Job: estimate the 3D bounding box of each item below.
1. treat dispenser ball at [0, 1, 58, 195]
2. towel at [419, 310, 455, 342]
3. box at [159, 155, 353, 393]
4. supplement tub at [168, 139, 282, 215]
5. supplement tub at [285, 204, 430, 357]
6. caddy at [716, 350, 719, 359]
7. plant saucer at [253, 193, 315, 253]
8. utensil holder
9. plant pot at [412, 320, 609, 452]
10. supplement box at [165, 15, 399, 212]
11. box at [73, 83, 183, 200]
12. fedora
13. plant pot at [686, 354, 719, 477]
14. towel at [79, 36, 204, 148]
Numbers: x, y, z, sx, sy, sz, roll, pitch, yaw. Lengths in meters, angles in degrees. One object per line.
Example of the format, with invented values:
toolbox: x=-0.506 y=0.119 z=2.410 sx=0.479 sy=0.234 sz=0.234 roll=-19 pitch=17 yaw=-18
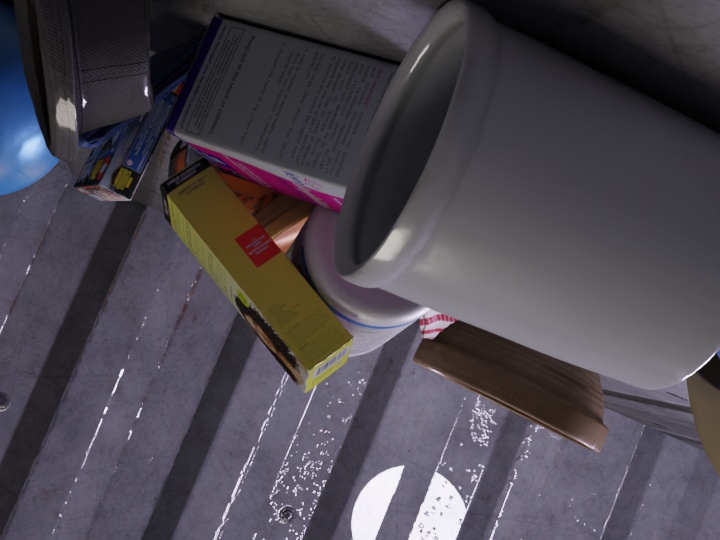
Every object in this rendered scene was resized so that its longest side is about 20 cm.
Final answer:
treat dispenser ball: x=-0.389 y=-0.175 z=1.141 sx=0.200 sy=0.201 sz=0.201 roll=23 pitch=174 yaw=2
towel: x=0.135 y=0.055 z=1.264 sx=0.144 sy=0.023 sz=0.200 roll=6 pitch=153 yaw=10
box: x=-0.088 y=0.004 z=0.927 sx=0.200 sy=0.050 sz=0.075 roll=50 pitch=162 yaw=14
supplement tub: x=-0.129 y=-0.106 z=1.163 sx=0.122 sy=0.123 sz=0.200 roll=24 pitch=174 yaw=-16
supplement tub: x=0.000 y=0.000 z=0.991 sx=0.132 sy=0.132 sz=0.200 roll=23 pitch=164 yaw=-6
caddy: x=0.295 y=0.030 z=0.827 sx=0.141 sy=0.105 sz=0.200 roll=16 pitch=171 yaw=45
plant saucer: x=-0.039 y=-0.058 z=1.110 sx=0.038 sy=0.200 sz=0.200 roll=61 pitch=178 yaw=7
utensil holder: x=0.109 y=-0.039 z=0.648 sx=0.199 sy=0.170 sz=0.170 roll=21 pitch=175 yaw=-13
plant pot: x=0.158 y=0.091 z=1.084 sx=0.200 sy=0.093 sz=0.201 roll=26 pitch=175 yaw=2
supplement box: x=-0.030 y=-0.109 z=0.856 sx=0.200 sy=0.104 sz=0.101 roll=18 pitch=172 yaw=25
box: x=-0.256 y=-0.144 z=1.228 sx=0.040 sy=0.137 sz=0.200 roll=28 pitch=174 yaw=-21
fedora: x=-0.202 y=-0.173 z=0.838 sx=0.090 sy=0.177 sz=0.200 roll=-9 pitch=-156 yaw=-19
plant pot: x=0.371 y=0.138 z=0.940 sx=0.200 sy=0.135 sz=0.200 roll=-1 pitch=-160 yaw=0
towel: x=-0.204 y=-0.150 z=0.984 sx=0.024 sy=0.145 sz=0.200 roll=55 pitch=164 yaw=-19
